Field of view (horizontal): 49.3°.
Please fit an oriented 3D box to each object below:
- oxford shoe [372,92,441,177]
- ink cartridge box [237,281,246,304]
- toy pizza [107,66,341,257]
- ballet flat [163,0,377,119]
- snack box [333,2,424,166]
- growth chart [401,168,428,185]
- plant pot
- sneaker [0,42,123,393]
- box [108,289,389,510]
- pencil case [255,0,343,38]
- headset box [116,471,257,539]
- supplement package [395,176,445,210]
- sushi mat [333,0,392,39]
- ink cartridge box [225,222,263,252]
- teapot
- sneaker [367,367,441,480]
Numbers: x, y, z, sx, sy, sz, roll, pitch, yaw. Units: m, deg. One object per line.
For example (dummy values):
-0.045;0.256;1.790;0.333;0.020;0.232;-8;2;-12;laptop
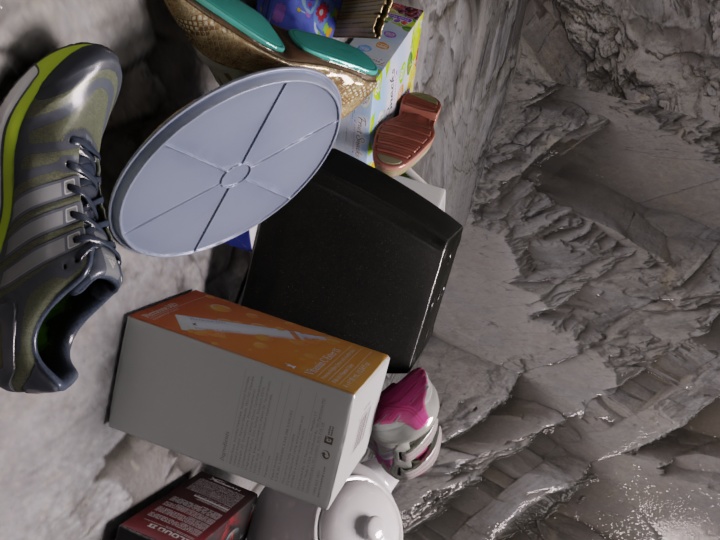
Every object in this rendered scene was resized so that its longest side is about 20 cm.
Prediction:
0.061;-0.161;1.018;0.201;0.070;0.075;-56;163;-51;oxford shoe
-0.086;-0.022;0.914;0.100;0.038;0.203;71;38;-70;ink cartridge box
-0.101;-0.083;0.590;0.198;0.032;0.201;-32;163;-11;toy pizza
-0.071;-0.156;0.591;0.197;0.071;0.066;14;125;-39;ballet flat
0.018;-0.234;1.047;0.171;0.066;0.201;95;18;-45;snack box
0.063;-0.127;1.240;0.018;0.144;0.201;-46;165;-14;growth chart
0.000;0.000;0.815;0.199;0.174;0.204;-32;140;-73;plant pot
-0.165;-0.025;0.438;0.074;0.079;0.204;22;85;-78;sneaker
-0.090;0.101;0.665;0.124;0.196;0.099;-30;136;-73;box
-0.055;-0.238;0.678;0.087;0.077;0.204;15;91;-66;pencil case
-0.184;0.304;0.764;0.200;0.074;0.152;-2;108;-78;headset box
0.037;-0.033;1.190;0.201;0.149;0.153;77;33;-67;supplement package
-0.009;-0.261;0.715;0.200;0.012;0.098;36;-70;63;sushi mat
-0.085;-0.126;0.763;0.095;0.043;0.202;92;18;-55;ink cartridge box
-0.024;0.297;0.864;0.145;0.194;0.204;-30;-121;50;teapot
0.048;0.159;0.781;0.081;0.089;0.200;-37;174;-12;sneaker
